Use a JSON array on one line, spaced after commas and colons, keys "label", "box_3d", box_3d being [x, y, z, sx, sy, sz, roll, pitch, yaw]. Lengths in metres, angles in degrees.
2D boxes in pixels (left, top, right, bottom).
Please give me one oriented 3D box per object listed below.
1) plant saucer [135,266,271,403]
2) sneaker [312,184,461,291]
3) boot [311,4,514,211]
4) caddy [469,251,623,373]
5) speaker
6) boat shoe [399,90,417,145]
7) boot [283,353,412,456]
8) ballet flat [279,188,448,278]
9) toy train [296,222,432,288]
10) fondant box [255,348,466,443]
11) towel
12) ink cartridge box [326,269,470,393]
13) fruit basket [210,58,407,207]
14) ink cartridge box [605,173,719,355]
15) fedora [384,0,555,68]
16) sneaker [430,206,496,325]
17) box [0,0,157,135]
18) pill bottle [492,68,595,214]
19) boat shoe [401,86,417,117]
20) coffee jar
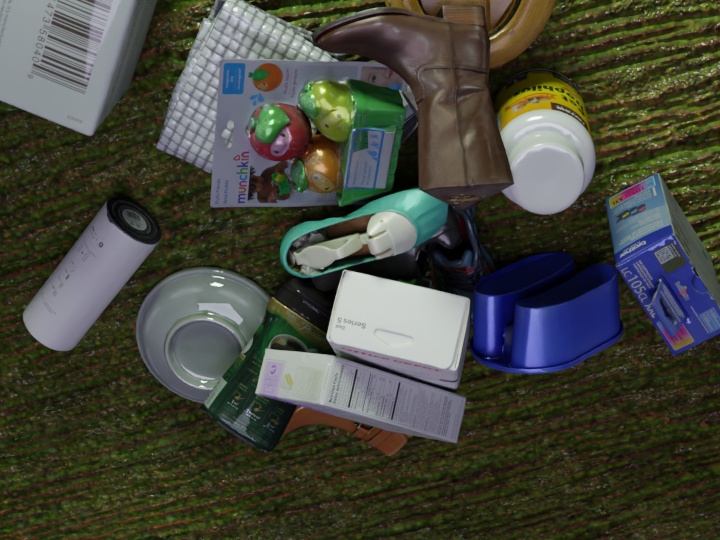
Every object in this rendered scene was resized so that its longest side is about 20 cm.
[{"label": "plant saucer", "box_3d": [-0.191, 0.095, 1.550, 0.198, 0.050, 0.202, 2, 117, 4]}, {"label": "sneaker", "box_3d": [0.027, -0.019, 1.380, 0.199, 0.076, 0.091, -33, 90, 32]}, {"label": "boot", "box_3d": [0.052, -0.156, 1.216, 0.184, 0.064, 0.202, -6, 85, -1]}, {"label": "caddy", "box_3d": [0.215, 0.057, 1.418, 0.141, 0.199, 0.106, 17, 120, 46]}, {"label": "speaker", "box_3d": [-0.331, 0.006, 1.502, 0.081, 0.081, 0.200, 36, 114, -13]}, {"label": "boat shoe", "box_3d": [0.039, -0.175, 1.390, 0.056, 0.069, 0.200, 24, 119, -44]}, {"label": "boot", "box_3d": [-0.019, 0.189, 1.570, 0.155, 0.074, 0.200, 41, 116, -19]}, {"label": "ballet flat", "box_3d": [0.002, -0.032, 1.312, 0.198, 0.071, 0.068, -15, 115, 20]}, {"label": "toy train", "box_3d": [0.000, 0.000, 1.480, 0.199, 0.057, 0.042, 23, 156, -11]}, {"label": "fondant box", "box_3d": [0.000, 0.144, 1.409, 0.199, 0.144, 0.059, 21, 78, -33]}, {"label": "towel", "box_3d": [-0.121, -0.197, 1.379, 0.165, 0.086, 0.201, 26, 118, -6]}, {"label": "ink cartridge box", "box_3d": [0.048, 0.074, 1.383, 0.144, 0.200, 0.085, 12, 78, 7]}, {"label": "fruit basket", "box_3d": [-0.054, -0.137, 1.291, 0.198, 0.094, 0.186, -4, 131, -18]}, {"label": "ink cartridge box", "box_3d": [0.341, -0.003, 1.364, 0.076, 0.200, 0.137, -30, 110, 19]}, {"label": "fedora", "box_3d": [0.114, -0.311, 1.286, 0.198, 0.082, 0.203, 0, 101, 0]}, {"label": "sneaker", "box_3d": [0.108, -0.014, 1.439, 0.079, 0.096, 0.201, -12, 115, 15]}, {"label": "box", "box_3d": [-0.326, -0.290, 1.300, 0.198, 0.172, 0.200, 22, 117, -5]}, {"label": "pill bottle", "box_3d": [0.193, -0.136, 1.311, 0.108, 0.200, 0.110, 2, 117, 4]}, {"label": "boat shoe", "box_3d": [0.116, -0.152, 1.356, 0.063, 0.073, 0.200, -40, 139, 4]}, {"label": "coffee jar", "box_3d": [-0.099, 0.112, 1.492, 0.104, 0.085, 0.201, 34, 88, -7]}]
